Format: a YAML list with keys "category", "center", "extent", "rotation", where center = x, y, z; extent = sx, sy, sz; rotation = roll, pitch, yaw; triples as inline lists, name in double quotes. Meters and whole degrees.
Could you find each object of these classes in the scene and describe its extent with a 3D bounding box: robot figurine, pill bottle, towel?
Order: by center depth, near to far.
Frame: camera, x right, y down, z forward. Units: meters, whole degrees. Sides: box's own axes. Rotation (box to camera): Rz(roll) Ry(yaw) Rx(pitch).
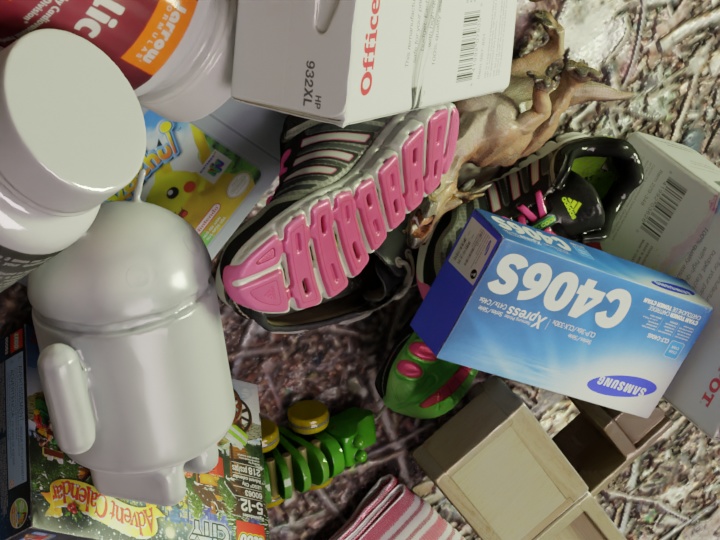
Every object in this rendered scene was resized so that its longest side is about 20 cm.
- category: "pill bottle"
  center: [-0.215, -0.045, 1.194]
  extent: [0.113, 0.115, 0.199]
  rotation: [17, 146, -41]
- category: "pill bottle"
  center: [-0.156, -0.165, 1.211]
  extent: [0.199, 0.114, 0.114]
  rotation: [27, 103, -43]
- category: "robot figurine"
  center: [-0.140, 0.044, 1.310]
  extent: [0.170, 0.112, 0.201]
  rotation: [-47, 135, -54]
- category: "towel"
  center: [0.022, 0.253, 1.692]
  extent: [0.146, 0.030, 0.200]
  rotation: [-45, 137, 0]

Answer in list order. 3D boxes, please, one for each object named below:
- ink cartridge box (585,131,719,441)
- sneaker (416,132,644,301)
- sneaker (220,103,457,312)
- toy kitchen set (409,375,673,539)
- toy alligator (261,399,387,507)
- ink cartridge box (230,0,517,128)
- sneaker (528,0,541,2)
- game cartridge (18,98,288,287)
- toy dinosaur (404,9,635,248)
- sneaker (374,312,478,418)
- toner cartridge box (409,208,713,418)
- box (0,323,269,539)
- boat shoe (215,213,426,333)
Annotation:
- category: "ink cartridge box"
  center: [0.248, 0.014, 1.553]
  extent: [0.085, 0.200, 0.148]
  rotation: [11, 114, -46]
- category: "sneaker"
  center: [0.122, -0.037, 1.477]
  extent: [0.200, 0.087, 0.074]
  rotation: [-36, 104, -30]
- category: "sneaker"
  center: [-0.028, -0.049, 1.332]
  extent: [0.200, 0.087, 0.074]
  rotation: [-43, 141, -31]
- category: "toy kitchen set"
  center: [0.115, 0.100, 1.533]
  extent: [0.163, 0.200, 0.181]
  rotation: [-41, 126, -3]
- category: "toy alligator"
  center: [-0.024, 0.128, 1.546]
  extent: [0.199, 0.054, 0.060]
  rotation: [-19, 121, -25]
- category: "ink cartridge box"
  center: [0.015, -0.174, 1.270]
  extent: [0.200, 0.083, 0.146]
  rotation: [-18, 117, -57]
- category: "sneaker"
  center: [0.131, -0.277, 1.371]
  extent: [0.090, 0.067, 0.201]
  rotation: [25, 104, -35]
- category: "game cartridge"
  center: [-0.130, -0.055, 1.363]
  extent: [0.133, 0.040, 0.200]
  rotation: [32, 99, -40]
- category: "toy dinosaur"
  center: [0.092, -0.096, 1.460]
  extent: [0.199, 0.086, 0.136]
  rotation: [-16, 138, -42]
- category: "sneaker"
  center: [0.080, 0.027, 1.548]
  extent: [0.200, 0.084, 0.077]
  rotation: [-41, 103, -24]
- category: "toner cartridge box"
  center: [0.138, 0.032, 1.455]
  extent: [0.199, 0.043, 0.095]
  rotation: [16, 112, -35]
- category: "box"
  center: [-0.148, 0.124, 1.409]
  extent: [0.199, 0.138, 0.038]
  rotation: [17, 146, -41]
- category: "boat shoe"
  center: [0.000, 0.000, 1.472]
  extent: [0.199, 0.060, 0.074]
  rotation: [-8, 120, -31]
